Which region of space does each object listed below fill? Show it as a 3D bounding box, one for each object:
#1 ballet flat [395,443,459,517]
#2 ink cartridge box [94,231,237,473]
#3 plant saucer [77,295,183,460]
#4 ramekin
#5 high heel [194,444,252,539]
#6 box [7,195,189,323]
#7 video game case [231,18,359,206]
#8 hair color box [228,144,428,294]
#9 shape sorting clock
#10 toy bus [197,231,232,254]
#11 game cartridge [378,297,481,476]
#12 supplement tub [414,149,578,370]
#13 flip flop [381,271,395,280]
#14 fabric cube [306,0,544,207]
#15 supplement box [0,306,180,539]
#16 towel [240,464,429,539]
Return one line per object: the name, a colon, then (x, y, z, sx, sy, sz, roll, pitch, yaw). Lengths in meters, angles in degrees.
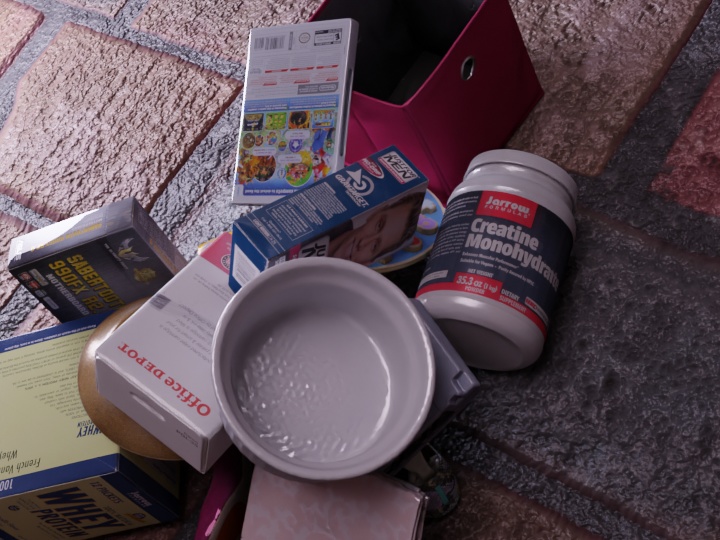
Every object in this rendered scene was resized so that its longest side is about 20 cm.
ballet flat: (0.024, 0.171, 1.205, 0.072, 0.072, 0.200, -46, 51, -8)
ink cartridge box: (-0.146, 0.078, 1.169, 0.146, 0.083, 0.200, 35, 56, 14)
plant saucer: (-0.193, 0.099, 1.220, 0.200, 0.035, 0.201, 5, 55, -7)
ramekin: (-0.039, 0.097, 1.064, 0.200, 0.098, 0.201, 4, 70, -10)
high heel: (-0.156, 0.221, 1.259, 0.096, 0.068, 0.200, 10, 50, 22)
box: (-0.278, 0.015, 1.342, 0.158, 0.200, 0.048, -17, 49, 13)
video game case: (-0.073, -0.170, 1.279, 0.143, 0.018, 0.201, 3, 84, 35)
hair color box: (-0.031, -0.038, 1.162, 0.200, 0.100, 0.061, -28, 61, -28)
shape sorting clock: (-0.004, -0.060, 1.292, 0.199, 0.039, 0.200, -1, 34, 1)
toy bus: (-0.089, -0.025, 1.390, 0.200, 0.065, 0.078, -23, 51, 11)
game cartridge: (0.014, 0.129, 1.157, 0.200, 0.040, 0.133, -46, 62, 19)
supplement tub: (0.143, -0.010, 1.221, 0.140, 0.140, 0.200, 6, 62, 28)
flip flop: (0.000, 0.000, 1.290, 0.081, 0.058, 0.200, 25, 43, 32)
fabric cube: (0.063, -0.223, 1.361, 0.200, 0.199, 0.196, 25, 71, 35)
supplement box: (-0.314, 0.177, 1.293, 0.199, 0.134, 0.200, -15, 54, 14)
towel: (-0.032, 0.267, 1.134, 0.200, 0.032, 0.192, 20, 105, 34)
